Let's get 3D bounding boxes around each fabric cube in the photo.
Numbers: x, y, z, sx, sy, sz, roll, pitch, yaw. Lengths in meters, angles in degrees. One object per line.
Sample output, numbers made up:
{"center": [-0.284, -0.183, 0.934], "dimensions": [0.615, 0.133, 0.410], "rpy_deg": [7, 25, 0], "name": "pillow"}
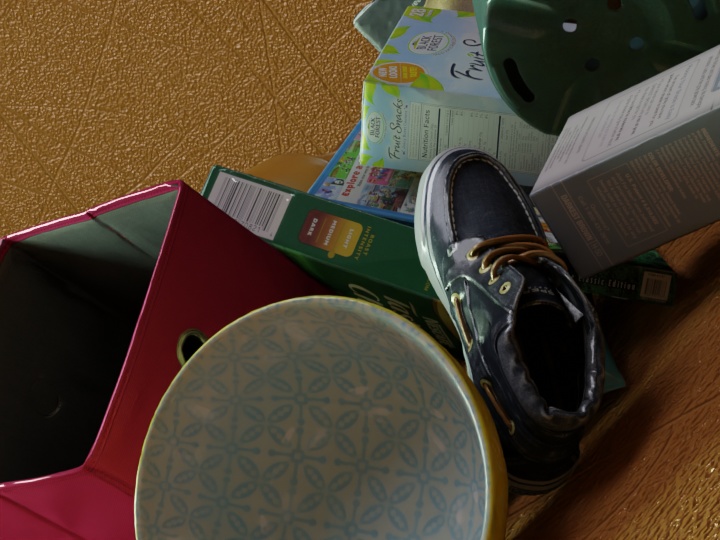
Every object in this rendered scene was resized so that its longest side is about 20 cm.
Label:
{"center": [-0.127, 0.092, 1.367], "dimensions": [0.199, 0.199, 0.198], "rpy_deg": [-14, 49, 45], "name": "fabric cube"}

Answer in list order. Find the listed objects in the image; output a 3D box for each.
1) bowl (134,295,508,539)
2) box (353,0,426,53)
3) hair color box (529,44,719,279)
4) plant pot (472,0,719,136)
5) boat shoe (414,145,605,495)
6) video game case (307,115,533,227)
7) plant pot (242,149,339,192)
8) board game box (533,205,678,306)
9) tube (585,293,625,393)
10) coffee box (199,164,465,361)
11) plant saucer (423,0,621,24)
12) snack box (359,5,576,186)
{"center": [-0.005, 0.120, 1.112], "dimensions": [0.200, 0.200, 0.108], "rpy_deg": [-45, -24, 11], "name": "bowl"}
{"center": [0.137, -0.200, 1.726], "dimensions": [0.197, 0.200, 0.117], "rpy_deg": [-44, 1, 20], "name": "box"}
{"center": [0.195, -0.076, 1.153], "dimensions": [0.199, 0.061, 0.099], "rpy_deg": [-25, 18, 30], "name": "hair color box"}
{"center": [0.148, -0.190, 1.381], "dimensions": [0.200, 0.200, 0.197], "rpy_deg": [-43, 21, 26], "name": "plant pot"}
{"center": [0.082, 0.007, 1.124], "dimensions": [0.070, 0.202, 0.091], "rpy_deg": [-6, -28, -15], "name": "boat shoe"}
{"center": [0.078, -0.059, 1.500], "dimensions": [0.143, 0.198, 0.018], "rpy_deg": [-57, -26, -52], "name": "video game case"}
{"center": [0.011, -0.014, 1.620], "dimensions": [0.183, 0.201, 0.200], "rpy_deg": [-33, -1, -34], "name": "plant pot"}
{"center": [0.120, -0.014, 1.293], "dimensions": [0.200, 0.104, 0.024], "rpy_deg": [-101, 22, -80], "name": "board game box"}
{"center": [0.109, 0.042, 1.247], "dimensions": [0.077, 0.051, 0.200], "rpy_deg": [-22, 14, 10], "name": "tube"}
{"center": [0.000, 0.000, 1.385], "dimensions": [0.044, 0.199, 0.123], "rpy_deg": [-65, -23, -15], "name": "coffee box"}
{"center": [0.142, -0.164, 1.619], "dimensions": [0.200, 0.200, 0.036], "rpy_deg": [-44, 26, 20], "name": "plant saucer"}
{"center": [0.111, -0.119, 1.510], "dimensions": [0.169, 0.198, 0.068], "rpy_deg": [-66, -20, -63], "name": "snack box"}
